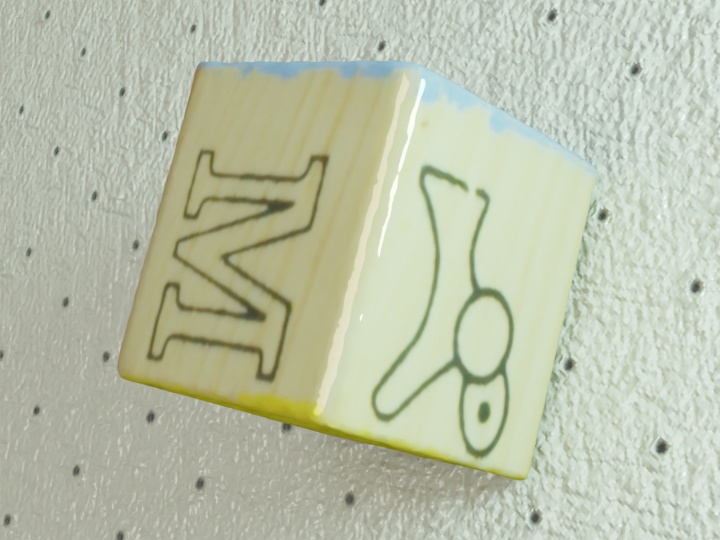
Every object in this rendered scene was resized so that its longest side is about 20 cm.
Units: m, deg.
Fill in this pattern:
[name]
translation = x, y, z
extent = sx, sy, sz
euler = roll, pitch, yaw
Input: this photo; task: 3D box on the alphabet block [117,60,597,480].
[alphabet block]
translation = 0.000, 0.000, 0.882
extent = 0.196, 0.195, 0.202
euler = 7, 79, 45
